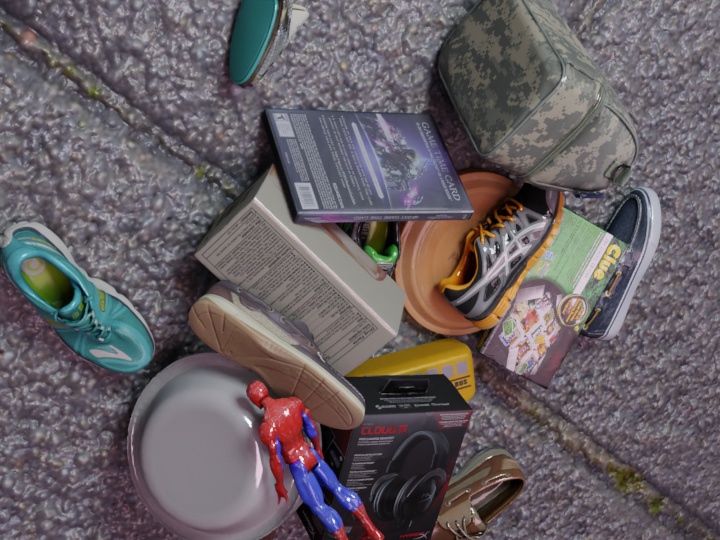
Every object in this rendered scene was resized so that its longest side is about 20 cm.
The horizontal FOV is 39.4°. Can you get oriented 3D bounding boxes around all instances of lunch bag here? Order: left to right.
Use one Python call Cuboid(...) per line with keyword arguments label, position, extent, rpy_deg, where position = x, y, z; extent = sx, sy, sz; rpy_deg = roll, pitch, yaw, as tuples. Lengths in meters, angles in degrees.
Cuboid(label="lunch bag", position=(0.195, -0.182, 1.059), extent=(0.166, 0.202, 0.140), rpy_deg=(18, 127, -35))

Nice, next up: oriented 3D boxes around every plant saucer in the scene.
Cuboid(label="plant saucer", position=(0.129, -0.018, 1.186), extent=(0.197, 0.032, 0.203), rpy_deg=(-8, 110, -22))

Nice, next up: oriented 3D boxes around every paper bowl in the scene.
Cuboid(label="paper bowl", position=(-0.145, 0.183, 1.031), extent=(0.197, 0.104, 0.204), rpy_deg=(1, 94, 14))

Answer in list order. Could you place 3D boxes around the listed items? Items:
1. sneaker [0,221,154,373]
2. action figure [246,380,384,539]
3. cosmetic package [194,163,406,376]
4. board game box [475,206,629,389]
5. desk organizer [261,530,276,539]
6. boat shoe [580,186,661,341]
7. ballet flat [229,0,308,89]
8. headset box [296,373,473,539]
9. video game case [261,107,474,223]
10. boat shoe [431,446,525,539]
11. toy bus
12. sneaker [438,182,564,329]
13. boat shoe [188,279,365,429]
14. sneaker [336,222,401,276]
Cuboid(label="sneaker", position=(-0.280, 0.039, 0.986), extent=(0.078, 0.080, 0.200), rpy_deg=(-45, 121, -4))
Cuboid(label="action figure", position=(-0.052, 0.192, 0.969), extent=(0.065, 0.051, 0.202), rpy_deg=(-37, 103, -36))
Cuboid(label="cosmetic package", position=(-0.058, 0.004, 1.027), extent=(0.103, 0.088, 0.200), rpy_deg=(-37, 106, 27))
Cuboid(label="board game box", position=(0.230, 0.032, 1.205), extent=(0.104, 0.023, 0.202), rpy_deg=(28, 96, -11))
Cuboid(label="desk organizer", position=(-0.113, 0.209, 1.130), extent=(0.076, 0.072, 0.202), rpy_deg=(17, 100, -31))
Cuboid(label="boat shoe", position=(0.302, -0.011, 1.247), extent=(0.090, 0.071, 0.203), rpy_deg=(11, 102, -25))
Cuboid(label="ballet flat", position=(-0.077, -0.275, 0.980), extent=(0.071, 0.072, 0.203), rpy_deg=(4, 108, -26))
Cuboid(label="headset box", position=(0.027, 0.202, 1.104), extent=(0.147, 0.077, 0.202), rpy_deg=(2, 117, -29))
Cuboid(label="video game case", position=(0.008, -0.110, 1.041), extent=(0.197, 0.144, 0.019), rpy_deg=(-1, 143, -25))
Cuboid(label="boat shoe", position=(0.127, 0.308, 1.276), extent=(0.200, 0.072, 0.076), rpy_deg=(-43, 120, -6))
Cuboid(label="toy bus", position=(0.034, 0.143, 1.175), extent=(0.197, 0.065, 0.080), rpy_deg=(-13, 106, -20))
Cuboid(label="sneaker", position=(0.161, -0.033, 1.136), extent=(0.077, 0.078, 0.202), rpy_deg=(27, 94, -21))
Cuboid(label="boat shoe", position=(-0.073, 0.078, 0.982), extent=(0.199, 0.065, 0.072), rpy_deg=(34, 135, -4))
Cuboid(label="sneaker", position=(0.000, 0.000, 1.101), extent=(0.077, 0.085, 0.203), rpy_deg=(-3, 110, -24))
